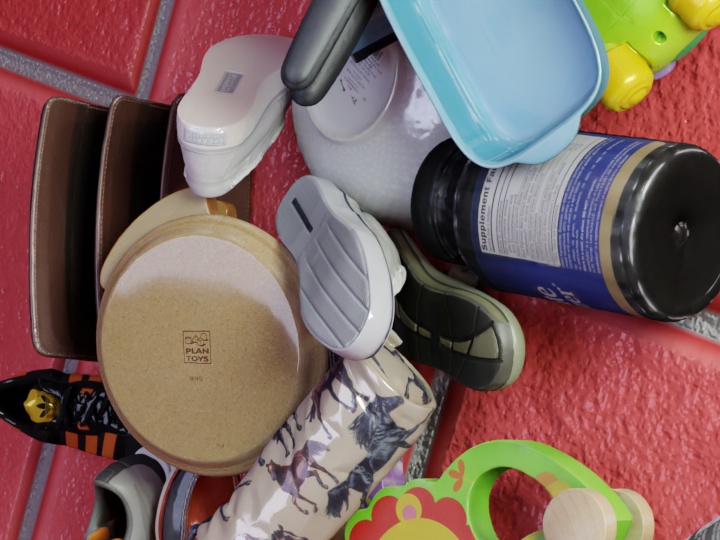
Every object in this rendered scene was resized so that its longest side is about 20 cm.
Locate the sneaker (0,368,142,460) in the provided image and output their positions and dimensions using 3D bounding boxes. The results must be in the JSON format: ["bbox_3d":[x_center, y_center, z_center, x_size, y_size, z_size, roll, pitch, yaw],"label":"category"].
[{"bbox_3d":[-0.214,0.114,1.794,0.200,0.090,0.070,3,86,45],"label":"sneaker"}]

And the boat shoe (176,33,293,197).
[{"bbox_3d":[-0.084,-0.113,1.661,0.072,0.200,0.069,7,118,5],"label":"boat shoe"}]

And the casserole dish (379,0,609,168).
[{"bbox_3d":[0.085,-0.158,1.425,0.121,0.039,0.200,-36,74,31],"label":"casserole dish"}]

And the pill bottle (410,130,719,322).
[{"bbox_3d":[0.131,-0.035,1.461,0.200,0.112,0.112,11,91,46],"label":"pill bottle"}]

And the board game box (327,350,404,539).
[{"bbox_3d":[-0.022,0.137,1.615,0.120,0.032,0.200,-8,84,45],"label":"board game box"}]

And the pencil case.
[{"bbox_3d":[-0.031,0.131,1.543,0.200,0.078,0.089,-52,34,14],"label":"pencil case"}]

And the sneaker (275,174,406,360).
[{"bbox_3d":[0.000,0.000,1.527,0.073,0.071,0.200,-53,27,20],"label":"sneaker"}]

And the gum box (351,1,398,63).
[{"bbox_3d":[0.027,-0.261,1.581,0.170,0.045,0.200,-28,56,2],"label":"gum box"}]

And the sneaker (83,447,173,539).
[{"bbox_3d":[-0.178,0.232,1.740,0.074,0.079,0.200,13,107,41],"label":"sneaker"}]

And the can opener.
[{"bbox_3d":[0.005,-0.197,1.487,0.079,0.063,0.200,25,72,28],"label":"can opener"}]

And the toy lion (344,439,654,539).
[{"bbox_3d":[0.072,0.197,1.501,0.192,0.069,0.200,32,106,35],"label":"toy lion"}]

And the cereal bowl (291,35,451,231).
[{"bbox_3d":[0.020,-0.130,1.606,0.200,0.083,0.200,-9,77,45],"label":"cereal bowl"}]

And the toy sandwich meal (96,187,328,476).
[{"bbox_3d":[-0.103,0.047,1.627,0.205,0.070,0.205,2,95,25],"label":"toy sandwich meal"}]

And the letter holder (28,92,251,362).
[{"bbox_3d":[-0.168,-0.032,1.734,0.101,0.142,0.200,-6,80,44],"label":"letter holder"}]

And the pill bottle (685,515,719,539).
[{"bbox_3d":[0.250,0.180,1.308,0.200,0.116,0.116,-40,58,34],"label":"pill bottle"}]

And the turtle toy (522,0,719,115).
[{"bbox_3d":[0.159,-0.171,1.457,0.200,0.101,0.146,-45,68,28],"label":"turtle toy"}]

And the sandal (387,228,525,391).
[{"bbox_3d":[0.067,0.030,1.550,0.201,0.057,0.080,-141,47,-57],"label":"sandal"}]

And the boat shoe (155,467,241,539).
[{"bbox_3d":[-0.111,0.230,1.685,0.063,0.071,0.200,14,100,60],"label":"boat shoe"}]
